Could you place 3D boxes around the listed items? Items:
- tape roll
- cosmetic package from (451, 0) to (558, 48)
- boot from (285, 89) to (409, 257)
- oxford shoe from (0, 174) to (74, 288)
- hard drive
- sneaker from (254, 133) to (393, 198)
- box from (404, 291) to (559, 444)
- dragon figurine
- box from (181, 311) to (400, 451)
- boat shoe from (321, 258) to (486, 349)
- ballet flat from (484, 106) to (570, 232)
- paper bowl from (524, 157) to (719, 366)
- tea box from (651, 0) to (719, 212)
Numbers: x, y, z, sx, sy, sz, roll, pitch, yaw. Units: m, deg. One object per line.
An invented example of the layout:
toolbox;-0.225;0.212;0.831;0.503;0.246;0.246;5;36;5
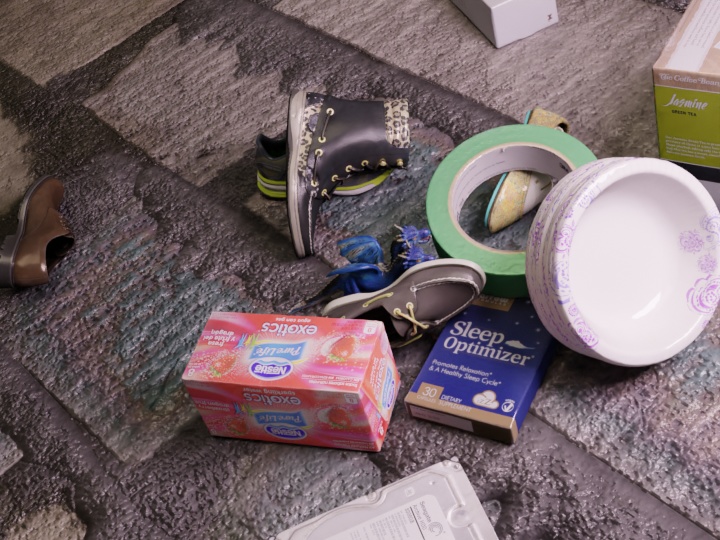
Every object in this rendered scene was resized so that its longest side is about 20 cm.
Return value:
tape roll;0.172;-0.068;1.244;0.198;0.048;0.202;-7;56;11
cosmetic package;0.194;-0.413;1.644;0.101;0.072;0.200;-25;44;-7
boot;-0.015;-0.119;1.379;0.152;0.073;0.206;0;85;-4
oxford shoe;-0.415;-0.049;1.501;0.083;0.073;0.201;3;47;-1
hard drive;0.026;0.267;1.037;0.198;0.038;0.140;-22;43;-4
sneaker;-0.047;-0.144;1.447;0.198;0.081;0.074;-7;44;12
box;0.141;0.082;1.189;0.120;0.033;0.201;11;50;28
dragon figurine;0.000;0.000;1.268;0.198;0.100;0.059;-5;44;23
box;-0.070;0.115;1.179;0.198;0.103;0.095;3;47;20
boat shoe;0.042;0.048;1.205;0.200;0.072;0.061;-22;30;27
ballet flat;0.206;-0.119;1.350;0.070;0.071;0.201;6;49;25
paper bowl;0.256;-0.011;1.129;0.200;0.202;0.104;-32;15;-14
tea box;0.424;-0.198;1.253;0.133;0.198;0.200;14;51;30
